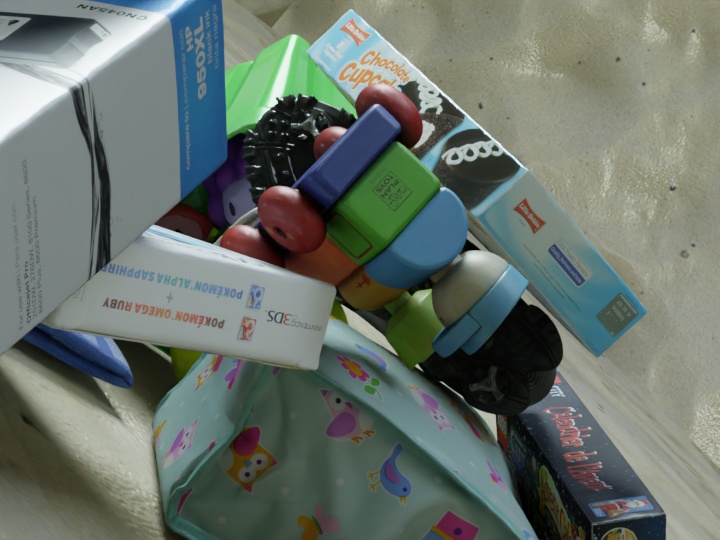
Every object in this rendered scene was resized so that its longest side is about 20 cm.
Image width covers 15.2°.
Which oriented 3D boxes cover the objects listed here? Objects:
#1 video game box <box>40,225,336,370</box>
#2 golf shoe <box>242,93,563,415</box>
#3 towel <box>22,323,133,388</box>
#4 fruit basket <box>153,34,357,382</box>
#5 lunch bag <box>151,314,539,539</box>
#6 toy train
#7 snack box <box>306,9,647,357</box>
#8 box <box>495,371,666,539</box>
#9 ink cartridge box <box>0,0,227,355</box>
[{"bbox_3d":[-0.140,-0.011,1.162,0.200,0.047,0.182,18,1,34],"label":"video game box"},{"bbox_3d":[0.018,-0.003,1.357,0.200,0.078,0.094,48,1,9],"label":"golf shoe"},{"bbox_3d":[-0.202,-0.020,1.373,0.147,0.024,0.200,34,10,-42],"label":"towel"},{"bbox_3d":[-0.067,0.004,1.452,0.156,0.216,0.216,37,8,-29],"label":"fruit basket"},{"bbox_3d":[0.006,0.108,1.301,0.200,0.122,0.170,33,8,-14],"label":"lunch bag"},{"bbox_3d":[0.000,0.000,1.255,0.116,0.085,0.200,44,-21,-2],"label":"toy train"},{"bbox_3d":[0.055,-0.046,1.339,0.116,0.037,0.200,47,0,-38],"label":"snack box"},{"bbox_3d":[0.110,0.148,1.354,0.200,0.038,0.137,-122,-155,-70],"label":"box"},{"bbox_3d":[-0.156,-0.050,1.008,0.145,0.084,0.200,10,28,20],"label":"ink cartridge box"}]
